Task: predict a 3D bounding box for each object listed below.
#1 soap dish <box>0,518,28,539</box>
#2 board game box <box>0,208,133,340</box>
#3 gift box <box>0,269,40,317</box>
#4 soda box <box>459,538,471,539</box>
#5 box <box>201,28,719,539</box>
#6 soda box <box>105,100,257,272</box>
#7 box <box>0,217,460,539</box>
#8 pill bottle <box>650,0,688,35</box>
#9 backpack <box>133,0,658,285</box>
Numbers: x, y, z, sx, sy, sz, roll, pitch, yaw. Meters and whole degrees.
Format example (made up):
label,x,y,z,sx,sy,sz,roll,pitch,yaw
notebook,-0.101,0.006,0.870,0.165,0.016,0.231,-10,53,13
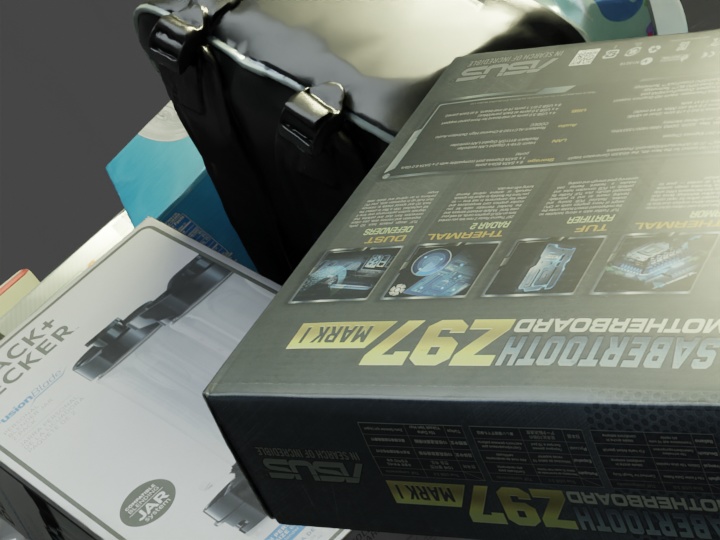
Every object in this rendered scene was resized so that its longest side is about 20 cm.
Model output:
label,x,y,z,sx,sy,sz,roll,pitch,yaw
soap dish,-0.142,0.132,0.831,0.200,0.081,0.158,-30,41,47
board game box,-0.056,0.025,0.942,0.200,0.147,0.064,-43,-18,-33
gift box,-0.254,0.131,1.170,0.200,0.187,0.185,-33,9,34
soda box,0.102,0.008,0.603,0.200,0.068,0.064,-42,11,-22
box,0.080,-0.001,0.500,0.199,0.051,0.158,-3,37,36
soda box,-0.014,-0.081,0.842,0.200,0.064,0.068,-44,35,7
box,-0.049,0.065,0.675,0.117,0.060,0.200,-41,39,-19
pill bottle,0.098,-0.092,0.952,0.109,0.110,0.200,-39,-3,-2
backpack,0.026,-0.038,0.731,0.150,0.201,0.177,-41,48,-23
